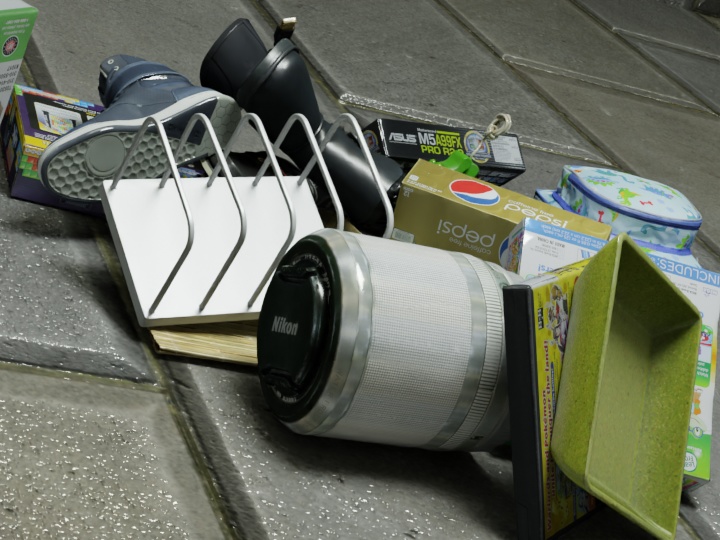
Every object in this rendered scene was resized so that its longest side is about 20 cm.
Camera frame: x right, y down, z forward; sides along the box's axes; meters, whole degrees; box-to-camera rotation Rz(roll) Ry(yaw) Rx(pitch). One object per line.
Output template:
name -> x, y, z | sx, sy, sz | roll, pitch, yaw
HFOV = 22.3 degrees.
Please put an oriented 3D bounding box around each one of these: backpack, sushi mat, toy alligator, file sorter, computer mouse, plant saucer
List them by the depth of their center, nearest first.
plant saucer -> 0.206, 0.097, 1.440 | 0.047, 0.202, 0.200 | 1, -20, 30
file sorter -> -0.094, -0.050, 1.527 | 0.198, 0.125, 0.140 | -3, 57, -31
sushi mat -> -0.092, 0.060, 1.549 | 0.198, 0.012, 0.096 | 11, 24, -24
computer mouse -> -0.099, -0.199, 1.775 | 0.046, 0.141, 0.200 | 38, -19, 8
toy alligator -> 0.075, -0.081, 1.799 | 0.054, 0.201, 0.059 | 29, 7, -34
backpack -> 0.271, -0.018, 1.912 | 0.181, 0.148, 0.200 | 12, 24, -16

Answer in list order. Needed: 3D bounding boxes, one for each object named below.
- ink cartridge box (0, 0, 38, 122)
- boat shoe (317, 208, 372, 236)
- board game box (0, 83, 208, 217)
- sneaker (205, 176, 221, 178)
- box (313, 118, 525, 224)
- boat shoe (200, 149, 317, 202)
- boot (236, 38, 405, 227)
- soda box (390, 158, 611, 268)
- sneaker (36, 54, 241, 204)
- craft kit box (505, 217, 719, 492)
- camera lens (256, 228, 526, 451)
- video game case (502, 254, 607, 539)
ink cartridge box -> -0.368, -0.140, 1.529 | 0.083, 0.202, 0.145 | 29, 21, 16
boat shoe -> 0.001, -0.001, 1.732 | 0.200, 0.072, 0.066 | 21, -14, 43
board game box -> -0.244, -0.106, 1.774 | 0.198, 0.057, 0.166 | 13, 23, -20
sneaker -> -0.089, 0.014, 1.615 | 0.199, 0.074, 0.118 | 34, 43, 0
box -> 0.049, -0.099, 1.906 | 0.199, 0.160, 0.045 | 2, 67, -39
boat shoe -> -0.098, -0.088, 1.756 | 0.074, 0.063, 0.201 | 59, 11, 15
boot -> -0.030, -0.124, 1.717 | 0.168, 0.077, 0.200 | 40, -9, 6
soda box -> 0.131, -0.035, 1.714 | 0.198, 0.065, 0.068 | 21, 28, 9
sneaker -> -0.231, -0.132, 1.677 | 0.201, 0.078, 0.146 | -21, 36, -32
craft kit box -> 0.215, 0.074, 1.590 | 0.198, 0.049, 0.199 | 16, 62, -13
camera lens -> 0.028, 0.058, 1.452 | 0.198, 0.161, 0.160 | 9, 22, -27
video game case -> 0.165, 0.098, 1.442 | 0.025, 0.202, 0.180 | 0, 8, 30
